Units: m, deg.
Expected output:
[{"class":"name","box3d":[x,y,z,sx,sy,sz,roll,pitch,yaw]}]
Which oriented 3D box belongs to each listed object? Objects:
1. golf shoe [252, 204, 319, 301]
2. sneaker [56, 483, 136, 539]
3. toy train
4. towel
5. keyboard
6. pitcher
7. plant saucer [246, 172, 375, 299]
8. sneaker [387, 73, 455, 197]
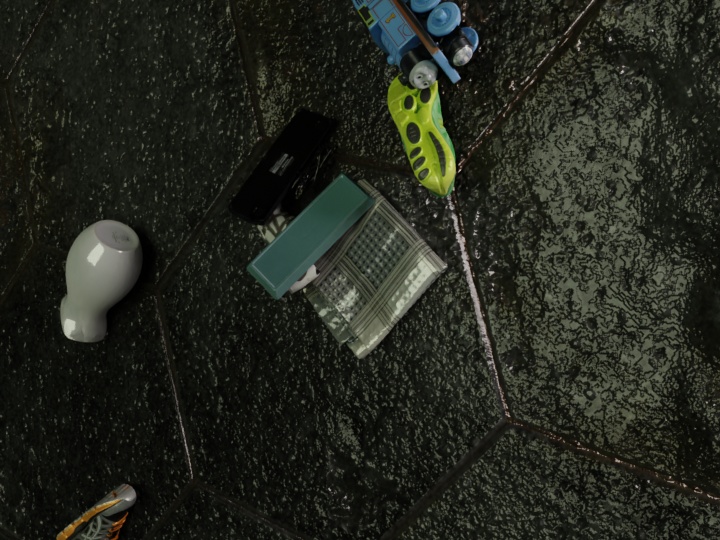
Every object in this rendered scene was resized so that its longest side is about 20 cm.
[{"class":"golf shoe","box3d":[-0.109,-0.054,1.095,0.093,0.078,0.203,-20,62,11]},{"class":"sneaker","box3d":[-0.455,0.450,1.300,0.199,0.078,0.078,-40,86,26]},{"class":"toy train","box3d":[0.073,-0.324,0.973,0.114,0.086,0.202,-38,56,17]},{"class":"towel","box3d":[0.000,0.000,1.063,0.193,0.034,0.201,48,112,20]},{"class":"keyboard","box3d":[-0.103,-0.145,1.089,0.103,0.040,0.201,26,75,32]},{"class":"pitcher","box3d":[-0.466,-0.003,1.282,0.201,0.120,0.172,-56,51,29]},{"class":"plant saucer","box3d":[-0.071,-0.053,1.034,0.070,0.019,0.200,42,82,19]},{"class":"sneaker","box3d":[0.084,-0.187,0.992,0.073,0.084,0.203,-13,65,9]}]
